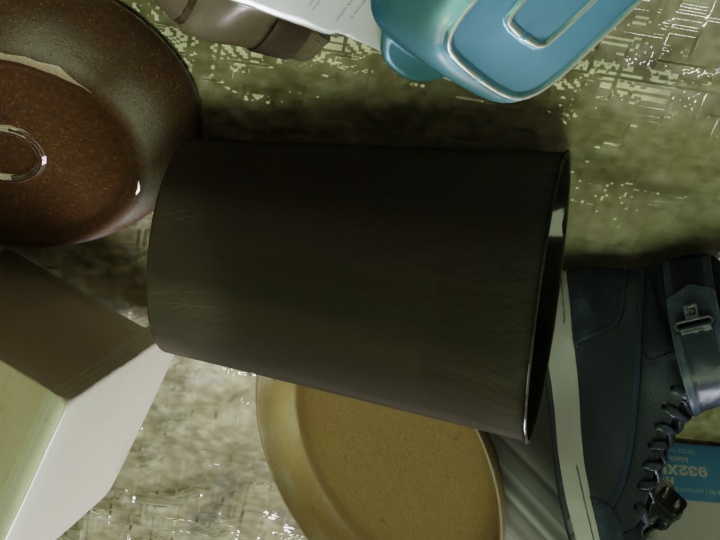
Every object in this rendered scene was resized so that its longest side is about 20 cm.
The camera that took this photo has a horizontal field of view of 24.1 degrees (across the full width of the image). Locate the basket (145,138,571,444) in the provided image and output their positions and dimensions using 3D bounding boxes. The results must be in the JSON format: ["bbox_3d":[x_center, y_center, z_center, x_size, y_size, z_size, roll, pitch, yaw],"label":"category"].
[{"bbox_3d":[0.000,0.000,0.866,0.197,0.181,0.138,7,118,9],"label":"basket"}]

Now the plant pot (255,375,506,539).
[{"bbox_3d":[0.015,0.111,1.007,0.199,0.027,0.202,25,127,38],"label":"plant pot"}]

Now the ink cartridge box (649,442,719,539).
[{"bbox_3d":[0.210,0.235,1.089,0.083,0.202,0.146,6,141,-5],"label":"ink cartridge box"}]

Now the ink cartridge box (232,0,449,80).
[{"bbox_3d":[0.037,-0.181,0.678,0.175,0.045,0.200,12,126,-51],"label":"ink cartridge box"}]

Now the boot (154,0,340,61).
[{"bbox_3d":[-0.022,-0.175,0.730,0.145,0.071,0.199,26,133,-37],"label":"boot"}]

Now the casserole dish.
[{"bbox_3d":[0.092,-0.143,0.703,0.200,0.039,0.121,-45,147,15],"label":"casserole dish"}]

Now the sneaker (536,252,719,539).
[{"bbox_3d":[0.176,0.088,0.924,0.144,0.205,0.077,-7,163,8],"label":"sneaker"}]

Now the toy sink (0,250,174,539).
[{"bbox_3d":[-0.198,0.075,0.951,0.111,0.200,0.131,29,106,6],"label":"toy sink"}]

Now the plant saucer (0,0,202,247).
[{"bbox_3d":[-0.182,-0.072,0.881,0.198,0.037,0.201,2,141,1],"label":"plant saucer"}]

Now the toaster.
[{"bbox_3d":[0.105,0.153,1.037,0.129,0.113,0.201,44,143,15],"label":"toaster"}]
